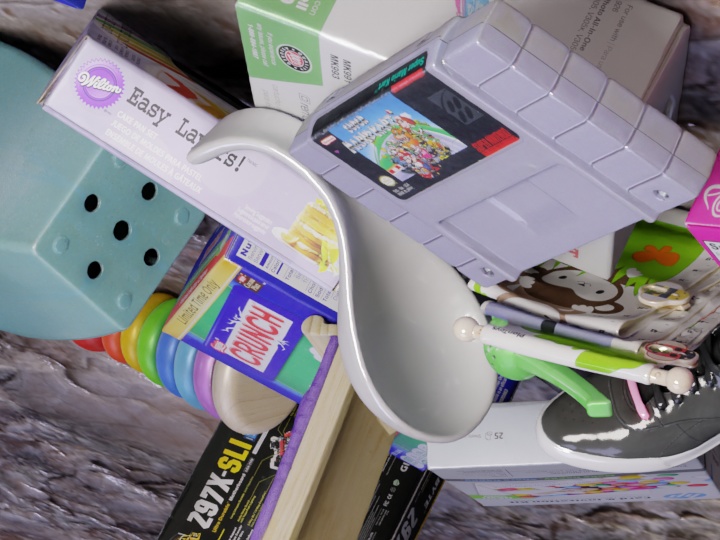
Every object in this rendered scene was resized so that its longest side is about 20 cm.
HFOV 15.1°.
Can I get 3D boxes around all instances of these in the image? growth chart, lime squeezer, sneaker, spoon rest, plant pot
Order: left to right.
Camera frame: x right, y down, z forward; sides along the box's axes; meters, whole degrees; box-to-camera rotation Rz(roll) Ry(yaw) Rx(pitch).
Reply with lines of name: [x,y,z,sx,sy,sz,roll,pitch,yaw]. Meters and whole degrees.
plant pot: [-0.198,-0.043,1.620,0.200,0.141,0.141,19,161,47]
spoon rest: [0.000,0.000,1.349,0.200,0.099,0.061,50,137,-10]
lime squeezer: [0.100,0.023,1.378,0.071,0.200,0.038,-18,109,18]
growth chart: [0.128,0.006,1.362,0.145,0.200,0.018,11,117,23]
sneaker: [0.185,0.044,1.422,0.200,0.071,0.099,-12,143,2]

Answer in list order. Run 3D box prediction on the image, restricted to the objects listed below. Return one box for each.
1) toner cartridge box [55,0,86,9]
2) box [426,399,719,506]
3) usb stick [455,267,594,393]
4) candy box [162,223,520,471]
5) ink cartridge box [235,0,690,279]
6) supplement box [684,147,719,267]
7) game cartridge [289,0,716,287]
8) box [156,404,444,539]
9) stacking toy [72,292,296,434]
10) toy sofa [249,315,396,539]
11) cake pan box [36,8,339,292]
toner cartridge box: [-0.243,-0.199,1.445,0.200,0.043,0.095,22,179,15]
box: [0.132,0.109,1.617,0.156,0.041,0.200,-3,170,11]
usb stick: [0.098,0.028,1.525,0.200,0.055,0.033,36,160,25]
candy box: [-0.007,0.034,1.704,0.200,0.077,0.169,30,158,-6]
ink cartridge box: [0.050,-0.093,1.316,0.200,0.088,0.145,21,158,12]
supplement box: [0.253,-0.003,1.255,0.103,0.101,0.200,8,152,43]
game cartridge: [0.057,-0.053,1.239,0.130,0.038,0.200,30,157,-17]
box: [-0.042,0.171,1.903,0.160,0.200,0.049,18,156,22]
stacking toy: [-0.132,0.049,1.914,0.200,0.085,0.085,19,159,40]
toy sofa: [-0.034,0.130,1.589,0.098,0.200,0.083,2,146,32]
cake pan box: [-0.082,-0.069,1.476,0.184,0.052,0.200,35,-174,-7]
